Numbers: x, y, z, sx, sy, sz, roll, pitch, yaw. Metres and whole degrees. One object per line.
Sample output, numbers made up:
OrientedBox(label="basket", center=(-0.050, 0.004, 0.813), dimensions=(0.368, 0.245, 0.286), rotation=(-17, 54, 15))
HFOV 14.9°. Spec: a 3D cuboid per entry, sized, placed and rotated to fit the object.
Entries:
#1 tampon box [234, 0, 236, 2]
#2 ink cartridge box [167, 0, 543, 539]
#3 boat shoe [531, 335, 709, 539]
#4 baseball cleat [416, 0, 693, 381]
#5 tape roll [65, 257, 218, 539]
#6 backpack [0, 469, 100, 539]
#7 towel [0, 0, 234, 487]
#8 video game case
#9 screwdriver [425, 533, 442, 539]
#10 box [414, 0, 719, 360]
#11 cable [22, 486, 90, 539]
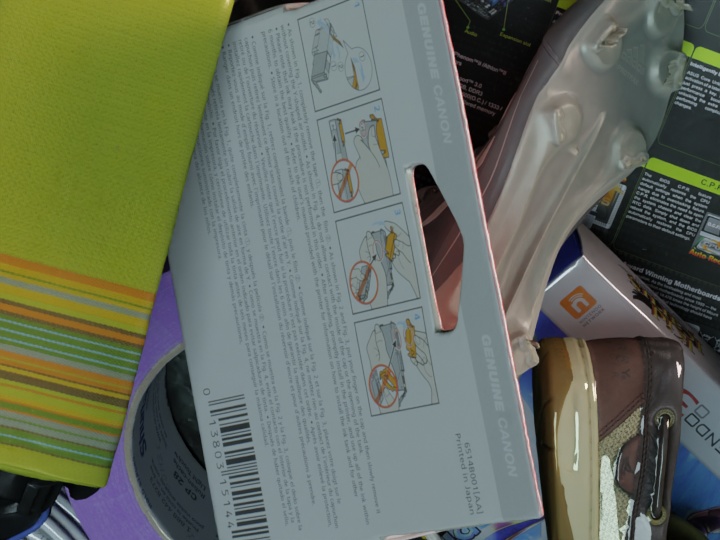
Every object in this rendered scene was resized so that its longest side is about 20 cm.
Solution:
OrientedBox(label="tampon box", center=(-0.067, -0.217, 1.005), dimensions=(0.200, 0.126, 0.150), rotation=(43, 142, -11))
OrientedBox(label="ink cartridge box", center=(0.000, 0.000, 1.002), dimensions=(0.176, 0.045, 0.200), rotation=(-14, 86, 47))
OrientedBox(label="boat shoe", center=(0.108, 0.117, 1.087), dimensions=(0.066, 0.072, 0.201), rotation=(-7, 114, 3))
OrientedBox(label="baseball cleat", center=(0.049, -0.033, 1.064), dimensions=(0.070, 0.106, 0.200), rotation=(37, 78, -39))
OrientedBox(label="tape roll", center=(-0.029, 0.069, 1.203), dimensions=(0.200, 0.066, 0.200), rotation=(4, 116, 9))
OrientedBox(label="backpack", center=(-0.213, 0.024, 1.054), dimensions=(0.200, 0.154, 0.191), rotation=(-25, 116, 18))
OrientedBox(label="towel", center=(-0.107, -0.027, 0.984), dimensions=(0.086, 0.018, 0.200), rotation=(16, 87, -16))
OrientedBox(label="video game case", center=(0.073, 0.102, 1.141), dimensions=(0.200, 0.045, 0.181), rotation=(-41, 113, 15))
OrientedBox(label="screwdriver", center=(0.028, 0.107, 1.098), dimensions=(0.028, 0.029, 0.200), rotation=(-30, 116, 10))
OrientedBox(label="box", center=(0.090, -0.078, 1.116), dimensions=(0.200, 0.048, 0.193), rotation=(20, 117, 1))
OrientedBox(label="cable", center=(-0.193, 0.164, 1.282), dimensions=(0.200, 0.069, 0.200), rotation=(-35, 106, 25))
